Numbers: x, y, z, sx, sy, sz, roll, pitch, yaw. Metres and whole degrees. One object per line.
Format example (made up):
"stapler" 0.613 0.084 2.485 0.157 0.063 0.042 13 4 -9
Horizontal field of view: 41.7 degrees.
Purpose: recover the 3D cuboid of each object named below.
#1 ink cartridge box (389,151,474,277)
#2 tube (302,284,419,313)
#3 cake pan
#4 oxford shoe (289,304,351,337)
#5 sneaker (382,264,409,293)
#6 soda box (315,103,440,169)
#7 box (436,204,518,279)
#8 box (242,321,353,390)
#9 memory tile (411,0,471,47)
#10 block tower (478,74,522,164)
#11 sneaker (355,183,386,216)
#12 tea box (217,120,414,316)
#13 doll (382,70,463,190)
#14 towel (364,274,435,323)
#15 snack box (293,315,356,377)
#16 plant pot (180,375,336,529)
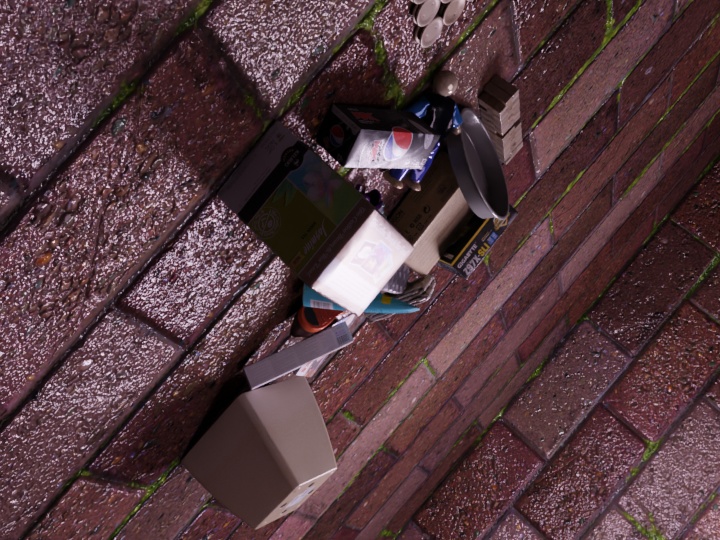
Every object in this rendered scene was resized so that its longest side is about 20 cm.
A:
"ink cartridge box" 0.134 -0.100 1.741 0.201 0.075 0.165 -52 159 3
"tube" 0.002 0.050 1.576 0.077 0.195 0.052 -5 105 -85
"cake pan" 0.201 -0.179 1.631 0.036 0.205 0.199 -19 169 24
"oxford shoe" -0.050 0.061 1.679 0.198 0.072 0.072 -25 169 -42
"sneaker" 0.000 0.000 1.650 0.199 0.081 0.076 25 77 -48
"soda box" 0.029 -0.194 1.385 0.198 0.071 0.064 -7 133 -51
"box" 0.213 -0.071 1.832 0.160 0.049 0.200 -50 -168 0
"box" -0.107 0.146 1.629 0.197 0.042 0.039 -25 174 -13
"memory tile" 0.141 -0.422 1.337 0.200 0.017 0.154 -48 157 -9
"block tower" 0.259 -0.274 1.734 0.054 0.058 0.201 -45 155 -8
"sneaker" 0.027 -0.084 1.573 0.089 0.074 0.199 -58 156 8
"tea box" -0.055 -0.065 1.285 0.134 0.196 0.200 -49 157 2
"doll" 0.103 -0.226 1.519 0.134 0.049 0.203 4 124 -37
"towel" 0.077 0.053 1.783 0.130 0.035 0.200 -22 -177 12
"snack box" -0.056 0.115 1.783 0.201 0.024 0.072 -53 156 7
"plant pot" -0.161 0.334 1.680 0.200 0.178 0.199 -47 160 26
